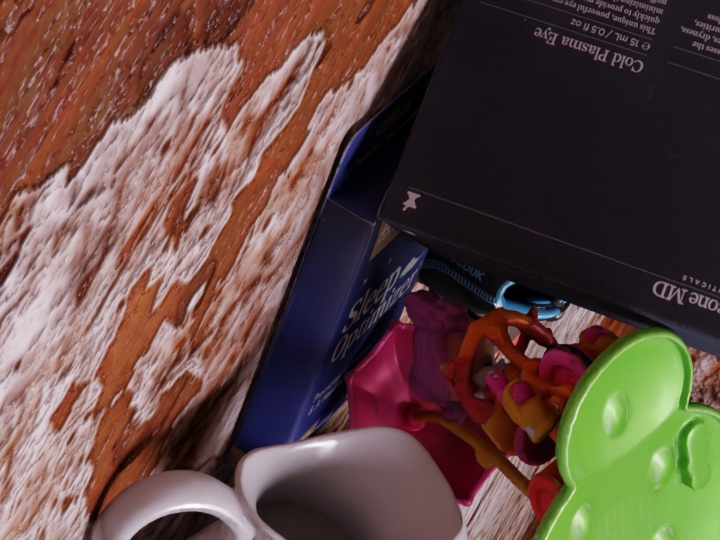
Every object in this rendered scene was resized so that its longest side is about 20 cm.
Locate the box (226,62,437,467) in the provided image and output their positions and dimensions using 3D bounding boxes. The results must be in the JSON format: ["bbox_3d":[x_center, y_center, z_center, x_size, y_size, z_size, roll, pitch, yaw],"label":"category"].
[{"bbox_3d":[0.000,0.000,1.265,0.121,0.032,0.200,-44,158,-54],"label":"box"}]

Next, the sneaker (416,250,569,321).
[{"bbox_3d":[0.092,0.003,1.410,0.200,0.082,0.073,2,119,-56],"label":"sneaker"}]

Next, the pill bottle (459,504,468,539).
[{"bbox_3d":[0.007,0.161,1.472,0.111,0.111,0.200,-58,168,-12],"label":"pill bottle"}]

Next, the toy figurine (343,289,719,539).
[{"bbox_3d":[0.065,0.073,1.227,0.150,0.184,0.200,-33,135,-27],"label":"toy figurine"}]

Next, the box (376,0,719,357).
[{"bbox_3d":[0.138,-0.068,1.188,0.182,0.200,0.104,-68,160,-3],"label":"box"}]

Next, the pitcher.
[{"bbox_3d":[-0.068,0.163,1.190,0.171,0.121,0.200,7,132,-31],"label":"pitcher"}]

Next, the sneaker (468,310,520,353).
[{"bbox_3d":[0.090,-0.016,1.505,0.082,0.077,0.200,-35,152,-51],"label":"sneaker"}]
